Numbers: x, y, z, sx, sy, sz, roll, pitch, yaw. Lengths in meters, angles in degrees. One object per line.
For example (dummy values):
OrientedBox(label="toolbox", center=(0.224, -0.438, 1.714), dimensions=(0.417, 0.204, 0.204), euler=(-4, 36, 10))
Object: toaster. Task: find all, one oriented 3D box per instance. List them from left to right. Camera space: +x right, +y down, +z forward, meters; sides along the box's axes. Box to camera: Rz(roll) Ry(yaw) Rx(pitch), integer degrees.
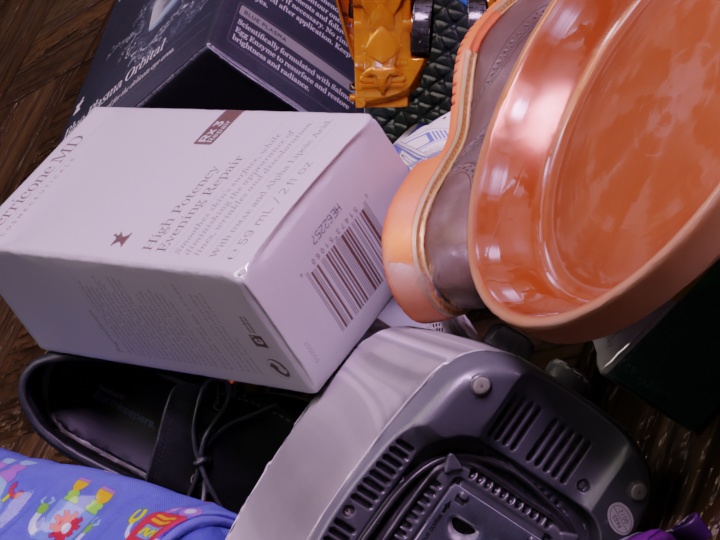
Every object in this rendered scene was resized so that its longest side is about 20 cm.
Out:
OrientedBox(label="toaster", center=(0.017, 0.114, 0.949), dimensions=(0.200, 0.114, 0.129), euler=(-57, 17, 0))

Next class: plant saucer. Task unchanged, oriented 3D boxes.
OrientedBox(label="plant saucer", center=(0.110, -0.064, 0.865), dimensions=(0.200, 0.032, 0.201), euler=(-46, 28, 33))

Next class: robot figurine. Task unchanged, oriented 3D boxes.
OrientedBox(label="robot figurine", center=(0.044, -0.181, 1.191), dimensions=(0.058, 0.145, 0.201), euler=(-47, -42, -82))

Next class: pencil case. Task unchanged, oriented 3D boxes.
OrientedBox(label="pencil case", center=(-0.124, 0.133, 1.071), dimensions=(0.200, 0.078, 0.087), euler=(8, 53, 48))

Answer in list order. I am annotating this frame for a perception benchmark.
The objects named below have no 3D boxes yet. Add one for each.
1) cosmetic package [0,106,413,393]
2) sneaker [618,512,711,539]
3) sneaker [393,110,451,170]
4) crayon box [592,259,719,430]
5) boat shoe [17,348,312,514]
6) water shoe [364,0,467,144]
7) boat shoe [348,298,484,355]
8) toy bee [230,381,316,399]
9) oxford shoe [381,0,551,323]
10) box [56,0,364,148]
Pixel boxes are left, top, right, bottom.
OrientedBox(label="cosmetic package", center=(-0.071, -0.014, 1.043), dimensions=(0.200, 0.074, 0.102), euler=(6, 48, 46))
OrientedBox(label="sneaker", center=(0.080, 0.164, 0.801), dimensions=(0.087, 0.074, 0.200), euler=(-32, 33, 29))
OrientedBox(label="sneaker", center=(0.049, -0.043, 1.147), dimensions=(0.088, 0.075, 0.200), euler=(-59, 23, -13))
OrientedBox(label="crayon box", center=(0.167, -0.049, 0.935), dimensions=(0.200, 0.052, 0.126), euler=(-49, 23, 22))
OrientedBox(label="boat shoe", center=(-0.071, 0.081, 1.101), dimensions=(0.062, 0.200, 0.075), euler=(2, -72, -69))
OrientedBox(label="water shoe", center=(0.067, -0.142, 1.274), dimensions=(0.071, 0.079, 0.200), euler=(30, 110, 32))
OrientedBox(label="boat shoe", center=(0.000, 0.000, 1.091), dimensions=(0.200, 0.071, 0.069), euler=(45, 140, 36))
OrientedBox(label="toy bee", center=(-0.052, 0.083, 1.181), dimensions=(0.131, 0.108, 0.200), euler=(-112, 33, -54))
OrientedBox(label="oxford shoe", center=(0.077, -0.056, 1.009), dimensions=(0.073, 0.071, 0.200), euler=(-10, 40, 35))
OrientedBox(label="box", center=(-0.079, -0.129, 1.487), dimensions=(0.197, 0.117, 0.200), euler=(-35, 29, 43))
